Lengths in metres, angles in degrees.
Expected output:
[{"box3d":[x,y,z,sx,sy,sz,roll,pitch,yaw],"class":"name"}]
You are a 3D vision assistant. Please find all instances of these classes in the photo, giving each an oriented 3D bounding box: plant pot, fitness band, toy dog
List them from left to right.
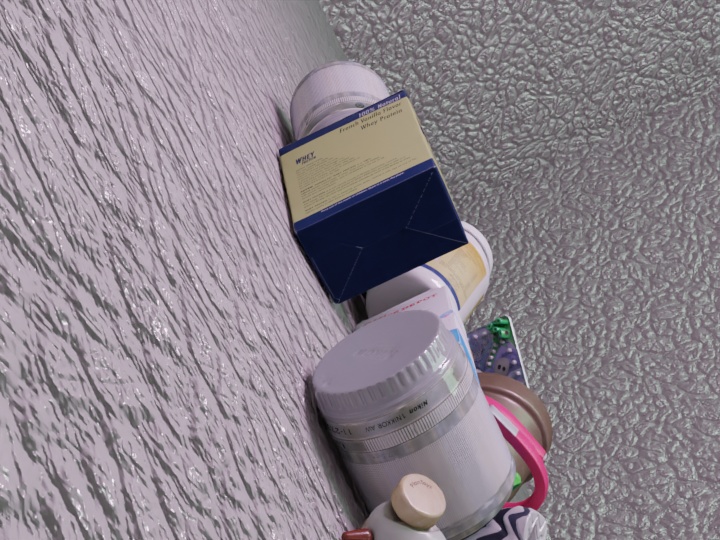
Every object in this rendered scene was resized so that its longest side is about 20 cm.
[{"box3d":[0.052,0.276,0.977,0.199,0.095,0.134,35,-58,42],"class":"toy dog"},{"box3d":[0.191,0.288,1.721,0.203,0.198,0.175,64,25,-18],"class":"plant pot"},{"box3d":[0.175,0.260,1.547,0.200,0.144,0.037,47,34,1],"class":"fitness band"}]

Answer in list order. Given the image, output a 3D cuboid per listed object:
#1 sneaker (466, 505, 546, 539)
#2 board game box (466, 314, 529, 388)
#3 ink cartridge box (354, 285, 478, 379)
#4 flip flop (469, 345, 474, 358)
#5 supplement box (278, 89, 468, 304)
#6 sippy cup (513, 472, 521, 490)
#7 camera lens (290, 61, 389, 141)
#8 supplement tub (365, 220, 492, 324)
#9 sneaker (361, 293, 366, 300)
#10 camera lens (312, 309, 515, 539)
[{"box3d":[0.167,0.414,1.503,0.079,0.128,0.202,32,65,-41],"class":"sneaker"},{"box3d":[0.197,0.203,1.878,0.026,0.199,0.203,5,65,-43],"class":"board game box"},{"box3d":[0.071,0.114,1.440,0.201,0.143,0.086,-93,158,-69],"class":"ink cartridge box"},{"box3d":[0.095,0.128,1.713,0.198,0.057,0.083,14,73,-39],"class":"flip flop"},{"box3d":[0.013,-0.101,1.477,0.201,0.197,0.135,-107,170,-52],"class":"supplement box"},{"box3d":[0.124,0.263,1.474,0.139,0.178,0.131,-8,59,-53],"class":"sippy cup"},{"box3d":[-0.020,-0.205,1.658,0.201,0.158,0.161,-104,168,-53],"class":"camera lens"},{"box3d":[0.107,0.021,1.636,0.200,0.143,0.146,-45,113,-53],"class":"supplement tub"},{"box3d":[0.000,0.000,1.656,0.201,0.070,0.084,62,30,-50],"class":"sneaker"},{"box3d":[0.056,0.163,1.119,0.160,0.158,0.202,-94,159,-70],"class":"camera lens"}]
